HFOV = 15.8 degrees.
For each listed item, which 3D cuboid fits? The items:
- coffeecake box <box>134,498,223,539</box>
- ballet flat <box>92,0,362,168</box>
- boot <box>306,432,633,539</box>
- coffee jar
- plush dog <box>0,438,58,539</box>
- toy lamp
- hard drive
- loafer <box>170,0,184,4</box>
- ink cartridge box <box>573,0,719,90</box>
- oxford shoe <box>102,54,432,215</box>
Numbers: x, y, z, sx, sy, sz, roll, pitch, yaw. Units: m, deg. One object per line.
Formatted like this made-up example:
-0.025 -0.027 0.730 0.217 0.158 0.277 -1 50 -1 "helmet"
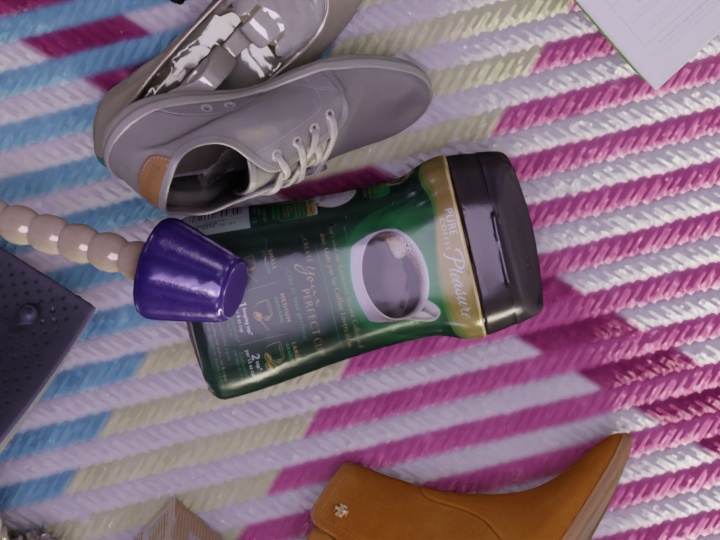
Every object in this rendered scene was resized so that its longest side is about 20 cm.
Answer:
-0.119 0.263 1.519 0.153 0.073 0.200 41 100 -12 "coffeecake box"
-0.068 -0.120 1.429 0.200 0.070 0.069 -43 102 8 "ballet flat"
0.053 0.144 1.498 0.144 0.071 0.202 32 73 16 "boot"
0.000 0.000 1.451 0.199 0.085 0.105 -13 101 2 "coffee jar"
-0.274 0.141 1.460 0.199 0.161 0.173 -13 78 0 "plush dog"
-0.157 -0.015 1.400 0.199 0.058 0.059 14 104 17 "toy lamp"
-0.250 0.068 1.416 0.134 0.042 0.200 31 61 12 "hard drive"
-0.076 -0.241 1.393 0.071 0.073 0.202 6 104 -1 "loafer"
0.132 -0.209 1.416 0.104 0.059 0.200 -42 102 7 "ink cartridge box"
-0.043 -0.070 1.410 0.199 0.058 0.075 -13 139 -30 "oxford shoe"
